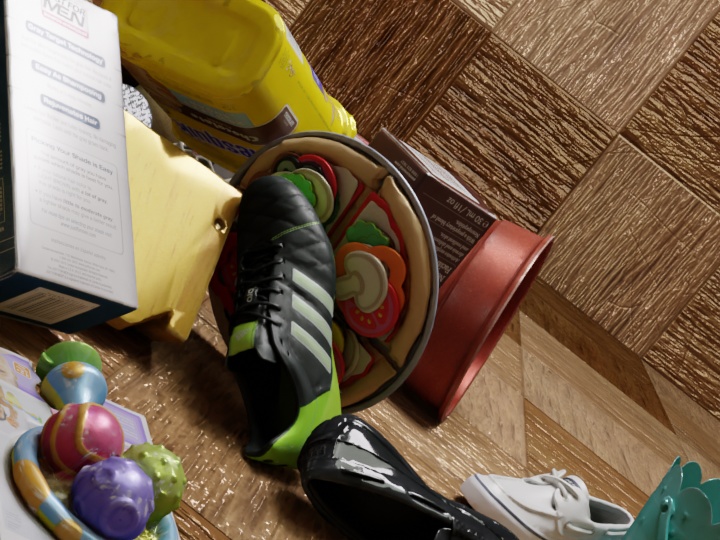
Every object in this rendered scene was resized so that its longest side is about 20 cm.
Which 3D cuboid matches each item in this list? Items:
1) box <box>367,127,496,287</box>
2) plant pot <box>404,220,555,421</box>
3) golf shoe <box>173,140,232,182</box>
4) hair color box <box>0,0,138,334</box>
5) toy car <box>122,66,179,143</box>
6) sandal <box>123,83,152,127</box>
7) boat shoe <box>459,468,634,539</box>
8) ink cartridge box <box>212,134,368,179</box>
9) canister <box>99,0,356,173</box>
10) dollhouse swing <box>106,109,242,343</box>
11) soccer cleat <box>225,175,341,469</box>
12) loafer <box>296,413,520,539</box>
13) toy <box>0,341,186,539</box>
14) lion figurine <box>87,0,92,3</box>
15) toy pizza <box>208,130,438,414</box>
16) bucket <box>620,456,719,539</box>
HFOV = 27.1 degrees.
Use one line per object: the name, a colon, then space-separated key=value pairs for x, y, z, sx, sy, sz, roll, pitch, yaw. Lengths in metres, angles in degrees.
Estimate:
box: x=0.000 y=0.000 z=1.156 sx=0.100 sy=0.200 sz=0.075 roll=27 pitch=17 yaw=-48
plant pot: x=0.047 y=0.005 z=1.396 sx=0.195 sy=0.201 sz=0.201 roll=31 pitch=8 yaw=9
golf shoe: x=-0.174 y=-0.078 z=1.221 sx=0.200 sy=0.088 sz=0.077 roll=28 pitch=16 yaw=-43
hair color box: x=-0.191 y=-0.072 z=0.881 sx=0.100 sy=0.060 sz=0.200 roll=23 pitch=54 yaw=-53
toy car: x=-0.200 y=-0.133 z=1.340 sx=0.200 sy=0.158 sz=0.164 roll=63 pitch=-4 yaw=-2
sandal: x=-0.264 y=-0.133 z=1.202 sx=0.200 sy=0.043 sz=0.076 roll=17 pitch=57 yaw=-33
boat shoe: x=0.158 y=0.195 z=1.238 sx=0.200 sy=0.065 sz=0.074 roll=28 pitch=14 yaw=-48
ink cartridge box: x=-0.061 y=-0.079 z=1.470 sx=0.084 sy=0.144 sz=0.200 roll=40 pitch=9 yaw=23
canister: x=-0.096 y=-0.138 z=1.103 sx=0.148 sy=0.087 sz=0.200 roll=27 pitch=-9 yaw=19
dollhouse swing: x=-0.219 y=-0.039 z=1.021 sx=0.200 sy=0.176 sz=0.182 roll=35 pitch=51 yaw=-23
soccer cleat: x=-0.055 y=0.030 z=0.975 sx=0.081 sy=0.067 sz=0.200 roll=11 pitch=66 yaw=-55
loafer: x=0.040 y=0.172 z=0.930 sx=0.200 sy=0.068 sz=0.070 roll=40 pitch=29 yaw=-10
toy: x=-0.124 y=0.091 z=0.721 sx=0.115 sy=0.047 sz=0.200 roll=31 pitch=11 yaw=-31
lion figurine: x=-0.227 y=-0.157 z=1.064 sx=0.122 sy=0.073 sz=0.200 roll=1 pitch=-23 yaw=11
toy pizza: x=-0.035 y=0.004 z=1.037 sx=0.200 sy=0.200 sz=0.032 roll=43 pitch=26 yaw=24
bucket: x=0.292 y=0.265 z=1.199 sx=0.207 sy=0.135 sz=0.207 roll=36 pitch=9 yaw=-7
